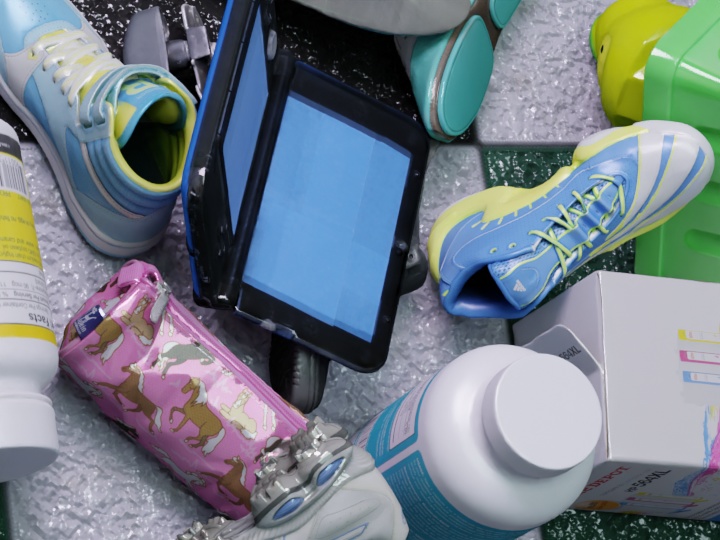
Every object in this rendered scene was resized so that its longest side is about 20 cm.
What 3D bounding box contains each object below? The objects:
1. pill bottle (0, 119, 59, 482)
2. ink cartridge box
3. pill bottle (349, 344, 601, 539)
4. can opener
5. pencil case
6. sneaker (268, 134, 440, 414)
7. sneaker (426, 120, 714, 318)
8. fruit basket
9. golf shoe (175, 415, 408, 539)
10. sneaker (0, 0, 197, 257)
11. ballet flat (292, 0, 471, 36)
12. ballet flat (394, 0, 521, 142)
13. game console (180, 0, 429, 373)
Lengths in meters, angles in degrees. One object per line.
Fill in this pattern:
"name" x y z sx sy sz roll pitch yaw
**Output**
"pill bottle" -0.238 0.020 1.559 0.114 0.114 0.201 -5 74 -25
"ink cartridge box" 0.191 0.083 1.719 0.199 0.129 0.126 6 70 -21
"pill bottle" 0.069 0.112 1.612 0.110 0.200 0.111 8 69 -21
"can opener" -0.106 -0.073 1.698 0.067 0.053 0.201 -11 75 6
"pencil case" -0.090 0.086 1.615 0.200 0.087 0.083 44 73 -7
"sneaker" -0.001 0.002 1.699 0.104 0.060 0.201 9 61 -18
"sneaker" 0.132 -0.020 1.693 0.076 0.200 0.105 52 28 -27
"fruit basket" 0.215 -0.108 1.781 0.216 0.216 0.155 47 54 -2
"golf shoe" -0.061 0.181 1.559 0.200 0.078 0.097 -38 104 14
"sneaker" -0.160 -0.117 1.634 0.079 0.131 0.200 -29 84 -28
"ballet flat" -0.025 -0.202 1.726 0.199 0.064 0.068 16 55 6
"ballet flat" 0.063 -0.164 1.792 0.200 0.070 0.067 -64 147 -32
"game console" -0.029 -0.069 1.623 0.118 0.171 0.201 6 54 7
